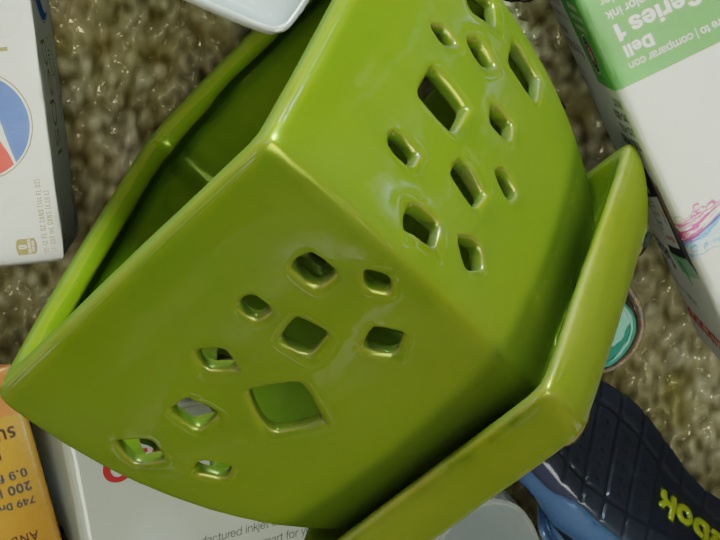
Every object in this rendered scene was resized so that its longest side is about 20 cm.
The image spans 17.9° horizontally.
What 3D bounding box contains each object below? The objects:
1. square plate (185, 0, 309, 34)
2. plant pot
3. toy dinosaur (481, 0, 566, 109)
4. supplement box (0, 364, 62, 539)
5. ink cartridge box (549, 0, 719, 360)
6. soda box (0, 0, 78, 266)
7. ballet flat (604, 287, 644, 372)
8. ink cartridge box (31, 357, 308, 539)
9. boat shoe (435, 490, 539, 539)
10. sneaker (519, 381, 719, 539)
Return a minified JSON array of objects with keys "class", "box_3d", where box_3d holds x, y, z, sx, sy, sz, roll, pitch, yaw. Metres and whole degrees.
[{"class":"square plate","box_3d":[-0.068,-0.201,0.992,0.199,0.028,0.199,22,66,21]},{"class":"plant pot","box_3d":[0.000,0.000,0.953,0.181,0.199,0.200,39,129,-12]},{"class":"toy dinosaur","box_3d":[0.032,-0.159,1.055,0.200,0.102,0.077,42,69,-20]},{"class":"supplement box","box_3d":[-0.165,0.147,1.038,0.066,0.069,0.201,-17,94,-22]},{"class":"ink cartridge box","box_3d":[0.164,-0.057,1.040,0.084,0.145,0.201,-25,101,3]},{"class":"soda box","box_3d":[-0.179,-0.104,1.065,0.068,0.064,0.201,-6,100,0]},{"class":"ballet flat","box_3d":[0.049,-0.024,1.084,0.200,0.067,0.068,42,103,-8]},{"class":"ink cartridge box","box_3d":[-0.064,0.147,1.088,0.145,0.083,0.201,-13,101,-18]},{"class":"boat shoe","box_3d":[0.064,0.170,1.121,0.073,0.068,0.200,-30,125,-5]},{"class":"sneaker","box_3d":[0.121,0.122,1.092,0.082,0.074,0.200,-22,123,42]}]
